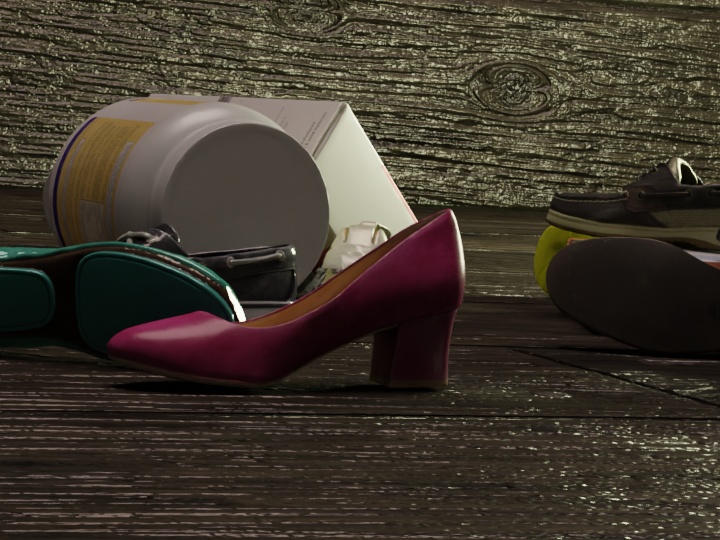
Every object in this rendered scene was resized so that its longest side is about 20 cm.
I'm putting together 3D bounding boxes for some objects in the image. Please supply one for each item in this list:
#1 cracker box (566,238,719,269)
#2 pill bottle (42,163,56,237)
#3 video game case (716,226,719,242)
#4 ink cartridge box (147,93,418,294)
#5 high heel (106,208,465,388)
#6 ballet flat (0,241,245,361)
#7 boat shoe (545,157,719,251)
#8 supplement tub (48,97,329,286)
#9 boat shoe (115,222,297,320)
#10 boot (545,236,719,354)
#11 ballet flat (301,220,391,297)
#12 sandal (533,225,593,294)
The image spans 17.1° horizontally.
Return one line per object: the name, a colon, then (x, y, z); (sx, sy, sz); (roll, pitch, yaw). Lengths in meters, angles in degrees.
cracker box: (0.227, 0.012, 1.771); (0.133, 0.058, 0.200); (4, 3, -1)
pill bottle: (-0.194, -0.062, 2.046); (0.119, 0.120, 0.200); (4, 4, 13)
video game case: (0.359, 0.015, 1.642); (0.142, 0.019, 0.200); (8, 17, -37)
ink cartridge box: (-0.075, -0.056, 1.840); (0.199, 0.083, 0.147); (6, -37, 38)
high heel: (-0.036, 0.012, 1.255); (0.199, 0.096, 0.067); (2, 4, -21)
ballet flat: (-0.154, 0.013, 1.330); (0.199, 0.068, 0.070); (3, 12, 12)
boat shoe: (0.236, -0.051, 1.788); (0.200, 0.066, 0.072); (6, 4, 28)
supplement tub: (-0.118, -0.044, 1.649); (0.145, 0.146, 0.200); (1, 5, -27)
boat shoe: (-0.131, 0.004, 1.495); (0.199, 0.068, 0.072); (2, 4, -23)
boot: (0.217, 0.027, 1.584); (0.199, 0.074, 0.075); (10, -11, -2)
ballet flat: (0.000, 0.000, 1.676); (0.072, 0.072, 0.200); (4, 4, 8)
sandal: (0.240, -0.007, 1.955); (0.087, 0.080, 0.200); (5, 3, -44)
